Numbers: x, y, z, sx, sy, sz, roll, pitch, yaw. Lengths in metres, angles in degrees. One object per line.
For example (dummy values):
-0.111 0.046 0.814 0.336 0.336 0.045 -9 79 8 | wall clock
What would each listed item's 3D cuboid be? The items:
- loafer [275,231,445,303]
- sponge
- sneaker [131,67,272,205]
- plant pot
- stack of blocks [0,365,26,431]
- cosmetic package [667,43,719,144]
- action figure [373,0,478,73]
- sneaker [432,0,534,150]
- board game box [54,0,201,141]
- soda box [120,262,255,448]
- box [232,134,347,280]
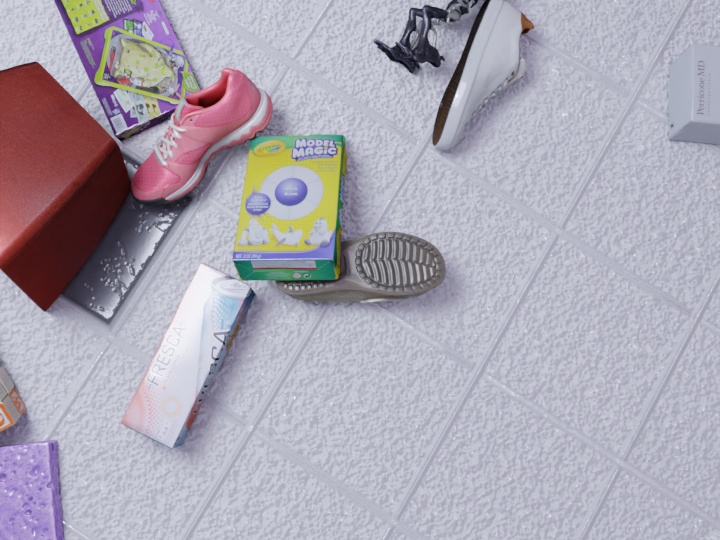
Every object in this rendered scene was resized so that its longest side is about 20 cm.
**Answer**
0.000 0.000 0.942 0.197 0.068 0.077 -1 77 1 | loafer
-0.391 0.299 0.902 0.110 0.030 0.203 -7 82 -3 | sponge
-0.200 -0.162 0.934 0.199 0.087 0.074 -40 56 1 | sneaker
-0.368 -0.105 0.889 0.200 0.200 0.176 44 73 4 | plant pot
-0.474 0.103 0.883 0.114 0.059 0.202 -28 102 -6 | stack of blocks
0.489 -0.211 0.994 0.197 0.071 0.103 4 81 -1 | cosmetic package
0.102 -0.344 0.977 0.102 0.119 0.201 35 89 -29 | action figure
0.156 -0.230 0.983 0.084 0.073 0.202 25 87 -11 | sneaker
-0.286 -0.275 0.994 0.119 0.032 0.202 -25 84 -2 | board game box
-0.194 0.098 0.923 0.068 0.064 0.202 25 82 2 | soda box
-0.076 -0.086 0.929 0.115 0.049 0.202 -1 57 6 | box
